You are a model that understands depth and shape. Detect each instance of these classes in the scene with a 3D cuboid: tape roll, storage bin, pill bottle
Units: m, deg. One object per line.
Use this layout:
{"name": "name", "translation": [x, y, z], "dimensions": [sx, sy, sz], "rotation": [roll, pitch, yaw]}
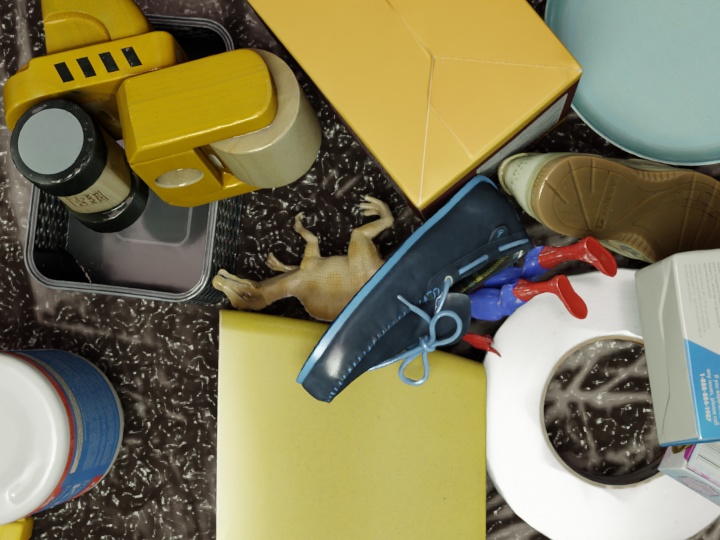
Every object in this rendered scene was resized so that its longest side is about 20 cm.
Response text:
{"name": "tape roll", "translation": [0.179, 0.099, 0.993], "dimensions": [0.199, 0.066, 0.201], "rotation": [0, 88, 6]}
{"name": "storage bin", "translation": [-0.158, -0.080, 1.020], "dimensions": [0.135, 0.094, 0.201], "rotation": [6, 87, 6]}
{"name": "pill bottle", "translation": [-0.227, 0.110, 0.965], "dimensions": [0.112, 0.200, 0.113], "rotation": [0, 87, 6]}

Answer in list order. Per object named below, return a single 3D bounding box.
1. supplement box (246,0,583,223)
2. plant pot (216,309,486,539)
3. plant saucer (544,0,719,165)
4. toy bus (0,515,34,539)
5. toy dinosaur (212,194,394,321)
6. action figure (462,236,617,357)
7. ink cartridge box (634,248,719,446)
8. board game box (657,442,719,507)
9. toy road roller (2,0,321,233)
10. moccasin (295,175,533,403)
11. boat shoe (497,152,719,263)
{"name": "supplement box", "translation": [0.033, -0.150, 0.949], "dimensions": [0.133, 0.200, 0.197], "rotation": [-39, 85, 2]}
{"name": "plant pot", "translation": [-0.010, 0.128, 0.956], "dimensions": [0.176, 0.200, 0.201], "rotation": [0, 88, -6]}
{"name": "plant saucer", "translation": [0.230, -0.169, 1.005], "dimensions": [0.199, 0.027, 0.201], "rotation": [0, 78, 1]}
{"name": "toy bus", "translation": [-0.281, 0.230, 1.009], "dimensions": [0.191, 0.136, 0.201], "rotation": [-11, 84, -8]}
{"name": "toy dinosaur", "translation": [0.000, 0.000, 0.990], "dimensions": [0.199, 0.101, 0.058], "rotation": [-6, 130, 9]}
{"name": "action figure", "translation": [0.086, 0.019, 0.959], "dimensions": [0.052, 0.200, 0.065], "rotation": [48, 60, -23]}
{"name": "ink cartridge box", "translation": [0.284, 0.043, 0.882], "dimensions": [0.199, 0.067, 0.117], "rotation": [-4, 80, -11]}
{"name": "board game box", "translation": [0.329, 0.096, 0.943], "dimensions": [0.199, 0.041, 0.200], "rotation": [32, 75, -8]}
{"name": "toy road roller", "translation": [-0.135, -0.120, 0.916], "dimensions": [0.199, 0.123, 0.147], "rotation": [-12, 75, 6]}
{"name": "moccasin", "translation": [0.043, 0.015, 0.855], "dimensions": [0.068, 0.080, 0.200], "rotation": [44, 60, 3]}
{"name": "boat shoe", "translation": [0.186, -0.047, 0.967], "dimensions": [0.200, 0.063, 0.074], "rotation": [16, 100, -33]}
